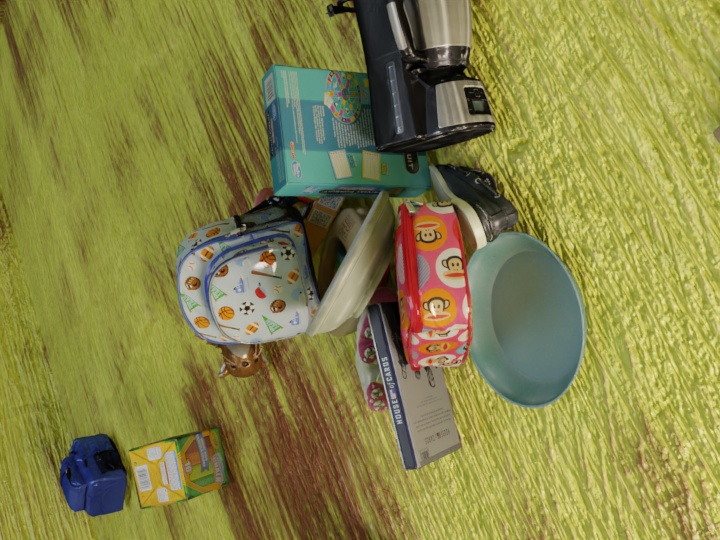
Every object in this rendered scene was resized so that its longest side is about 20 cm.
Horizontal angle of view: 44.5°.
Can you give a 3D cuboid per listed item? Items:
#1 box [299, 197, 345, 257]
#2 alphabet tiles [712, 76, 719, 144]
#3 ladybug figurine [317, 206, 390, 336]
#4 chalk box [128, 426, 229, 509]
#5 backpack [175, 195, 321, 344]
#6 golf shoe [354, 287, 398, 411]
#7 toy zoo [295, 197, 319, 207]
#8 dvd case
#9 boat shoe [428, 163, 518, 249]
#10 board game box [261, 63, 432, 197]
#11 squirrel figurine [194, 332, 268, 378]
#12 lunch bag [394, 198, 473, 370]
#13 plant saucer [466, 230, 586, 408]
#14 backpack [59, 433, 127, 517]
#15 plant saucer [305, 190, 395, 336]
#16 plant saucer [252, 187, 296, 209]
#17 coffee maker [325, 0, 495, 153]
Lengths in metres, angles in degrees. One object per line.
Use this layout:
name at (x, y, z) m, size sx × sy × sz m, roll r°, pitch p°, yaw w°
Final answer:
box at (-0.057, -0.100, 1.284) m, size 0.200 × 0.041 × 0.119 m, roll 125°, pitch 163°, yaw -45°
alphabet tiles at (0.375, -0.113, 0.700) m, size 0.167 × 0.006 × 0.201 m, roll -54°, pitch 53°, yaw 48°
ladybug figurine at (-0.006, 0.001, 1.245) m, size 0.136 × 0.072 × 0.201 m, roll 55°, pitch 139°, yaw 46°
chalk box at (-0.354, 0.397, 1.798) m, size 0.123 × 0.200 × 0.125 m, roll -16°, pitch 84°, yaw 23°
backpack at (-0.156, 0.016, 1.204) m, size 0.154 × 0.189 × 0.201 m, roll -104°, pitch 3°, yaw -70°
golf shoe at (0.019, 0.100, 1.218) m, size 0.092 × 0.075 × 0.201 m, roll -125°, pitch 30°, yaw -51°
toy zoo at (-0.059, -0.158, 1.246) m, size 0.200 × 0.020 × 0.132 m, roll 174°, pitch 116°, yaw -78°
dvd case at (0.070, 0.138, 1.105) m, size 0.025 × 0.150 × 0.201 m, roll -16°, pitch 82°, yaw 25°
boat shoe at (0.131, -0.087, 1.023) m, size 0.199 × 0.066 × 0.075 m, roll -115°, pitch 2°, yaw -70°
board game box at (-0.016, -0.169, 1.094) m, size 0.047 × 0.199 × 0.152 m, roll -27°, pitch 67°, yaw 60°
squirrel figurine at (-0.230, 0.097, 1.592) m, size 0.200 × 0.141 × 0.188 m, roll -176°, pitch 69°, yaw -71°
lunch bag at (0.081, 0.009, 1.012) m, size 0.200 × 0.081 × 0.177 m, roll 84°, pitch -178°, yaw -65°
plant saucer at (0.189, 0.053, 0.996) m, size 0.200 × 0.036 × 0.201 m, roll 20°, pitch 114°, yaw 54°
backpack at (-0.741, 0.550, 2.421) m, size 0.200 × 0.167 × 0.163 m, roll 52°, pitch 130°, yaw 43°
plant saucer at (0.000, 0.000, 1.075) m, size 0.050 × 0.201 × 0.200 m, roll 28°, pitch 134°, yaw -2°
plant saucer at (-0.125, -0.028, 1.370) m, size 0.201 × 0.051 × 0.202 m, roll -3°, pitch -90°, yaw -82°
coffee maker at (0.063, -0.243, 1.045) m, size 0.192 × 0.134 × 0.201 m, roll -4°, pitch 94°, yaw 63°
